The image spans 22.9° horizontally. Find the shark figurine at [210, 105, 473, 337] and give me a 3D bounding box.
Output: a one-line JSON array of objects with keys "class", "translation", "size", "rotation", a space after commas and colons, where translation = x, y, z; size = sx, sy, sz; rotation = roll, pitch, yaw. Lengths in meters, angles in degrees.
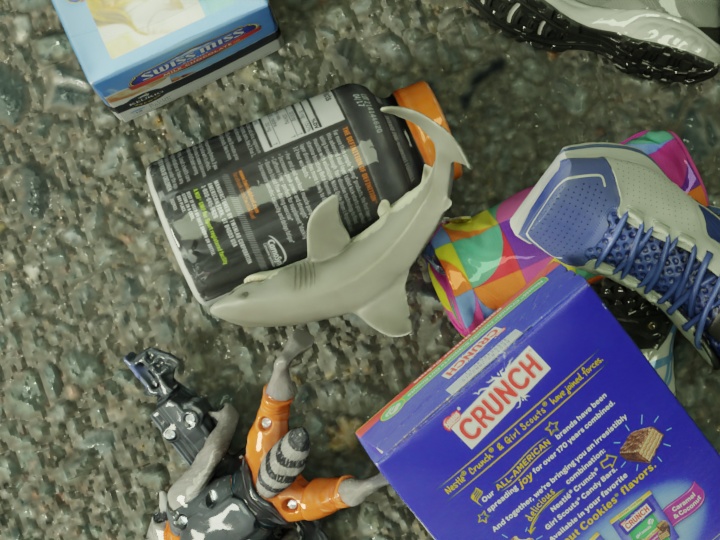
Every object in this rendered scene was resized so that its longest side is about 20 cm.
[{"class": "shark figurine", "translation": [0.021, -0.008, 1.130], "size": [0.214, 0.128, 0.090], "rotation": [-42, 54, 29]}]

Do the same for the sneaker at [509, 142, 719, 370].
[{"class": "sneaker", "translation": [0.203, -0.005, 1.119], "size": [0.199, 0.115, 0.081], "rotation": [20, 114, -28]}]

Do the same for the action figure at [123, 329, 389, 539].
[{"class": "action figure", "translation": [-0.087, 0.125, 1.165], "size": [0.200, 0.105, 0.193], "rotation": [45, 120, 1]}]

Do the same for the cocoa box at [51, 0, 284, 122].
[{"class": "cocoa box", "translation": [-0.153, -0.225, 1.203], "size": [0.133, 0.131, 0.200], "rotation": [-25, 85, -1]}]

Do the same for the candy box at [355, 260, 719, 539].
[{"class": "candy box", "translation": [0.122, 0.126, 1.091], "size": [0.169, 0.077, 0.200], "rotation": [-39, 107, -4]}]

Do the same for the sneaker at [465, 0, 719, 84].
[{"class": "sneaker", "translation": [0.158, -0.193, 1.232], "size": [0.200, 0.074, 0.079], "rotation": [17, 76, -4]}]

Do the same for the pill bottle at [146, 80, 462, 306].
[{"class": "pill bottle", "translation": [-0.034, -0.059, 1.198], "size": [0.200, 0.106, 0.106], "rotation": [-22, 85, -1]}]

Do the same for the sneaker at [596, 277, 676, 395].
[{"class": "sneaker", "translation": [0.183, 0.090, 1.209], "size": [0.072, 0.072, 0.200], "rotation": [0, 71, 26]}]

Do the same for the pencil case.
[{"class": "pencil case", "translation": [0.135, -0.027, 1.206], "size": [0.200, 0.088, 0.089], "rotation": [-22, 85, -3]}]
